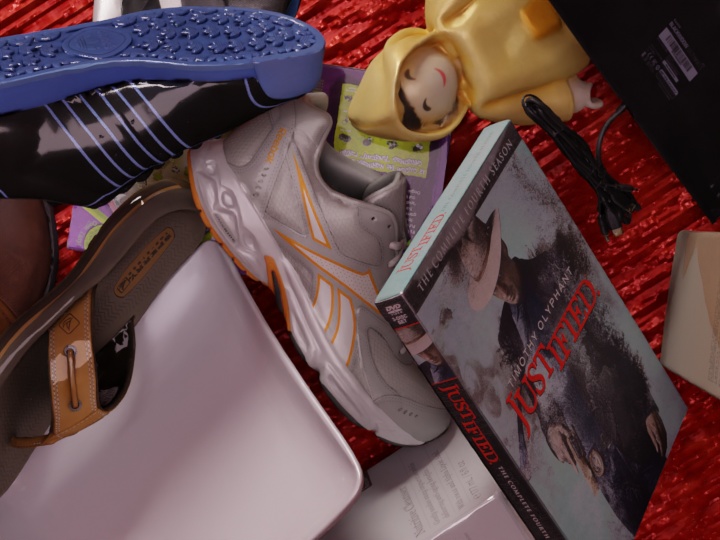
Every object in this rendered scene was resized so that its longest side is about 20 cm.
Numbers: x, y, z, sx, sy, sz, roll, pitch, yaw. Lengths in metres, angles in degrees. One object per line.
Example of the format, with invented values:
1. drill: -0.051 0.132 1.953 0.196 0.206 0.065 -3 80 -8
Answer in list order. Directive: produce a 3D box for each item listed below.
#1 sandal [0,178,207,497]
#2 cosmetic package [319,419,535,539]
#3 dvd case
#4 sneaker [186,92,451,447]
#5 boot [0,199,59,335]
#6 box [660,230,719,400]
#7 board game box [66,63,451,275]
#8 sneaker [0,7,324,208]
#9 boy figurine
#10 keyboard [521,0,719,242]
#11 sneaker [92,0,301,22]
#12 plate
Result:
1. sandal: -0.138 0.043 0.901 0.055 0.082 0.200 37 80 22
2. cosmetic package: -0.003 0.175 0.911 0.200 0.113 0.081 -32 108 0
3. dvd case: 0.092 0.045 0.876 0.022 0.146 0.200 -17 117 40
4. sneaker: 0.000 0.000 0.899 0.092 0.076 0.200 -33 107 12
5. boot: -0.225 0.021 0.871 0.068 0.200 0.189 15 94 12
6. box: 0.209 0.024 0.864 0.094 0.200 0.078 7 92 0
7. board game box: -0.053 -0.056 0.953 0.199 0.032 0.121 9 88 2
8. sneaker: -0.115 -0.075 0.851 0.199 0.070 0.078 -8 124 -8
9. boy figurine: 0.081 -0.130 0.908 0.199 0.064 0.125 -26 112 -13
10. keyboard: 0.141 -0.095 0.901 0.127 0.021 0.200 -46 124 -4
11. sneaker: -0.083 -0.180 0.926 0.111 0.073 0.201 0 83 -4
12. plate: -0.096 0.114 0.896 0.200 0.200 0.032 -47 135 12
